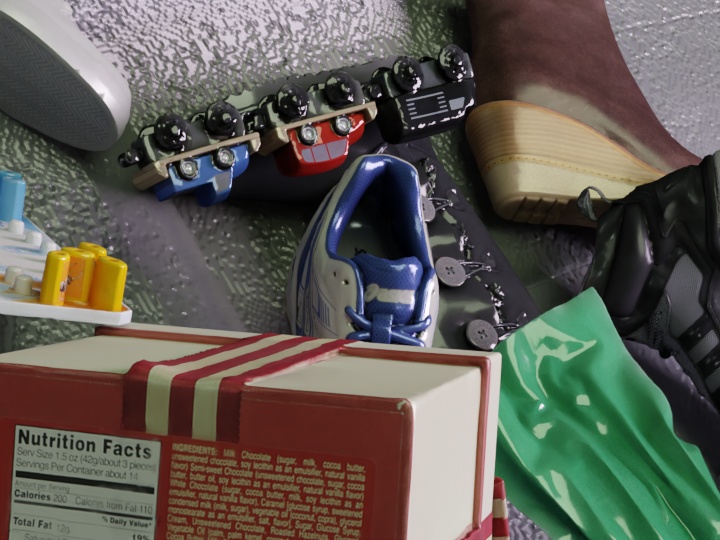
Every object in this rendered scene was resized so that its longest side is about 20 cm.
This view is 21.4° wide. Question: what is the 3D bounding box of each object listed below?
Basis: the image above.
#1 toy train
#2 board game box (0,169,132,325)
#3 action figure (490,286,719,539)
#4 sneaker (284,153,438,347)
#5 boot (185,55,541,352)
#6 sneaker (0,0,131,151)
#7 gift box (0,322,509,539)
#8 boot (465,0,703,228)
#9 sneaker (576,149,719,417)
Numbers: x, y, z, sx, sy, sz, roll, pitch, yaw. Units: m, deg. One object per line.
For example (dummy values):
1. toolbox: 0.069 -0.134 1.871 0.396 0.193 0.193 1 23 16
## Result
1. toy train: -0.025 -0.068 0.927 0.199 0.034 0.046 -17 90 -29
2. board game box: -0.213 -0.024 0.786 0.198 0.200 0.026 8 101 -26
3. action figure: 0.125 0.113 0.884 0.118 0.055 0.200 -32 68 -19
4. sneaker: -0.001 0.037 0.842 0.074 0.088 0.201 5 53 -14
5. boot: 0.001 0.000 0.967 0.164 0.066 0.201 -20 79 -29
6. sneaker: -0.176 -0.156 0.952 0.199 0.074 0.116 37 52 -2
7. gift box: -0.049 0.122 0.701 0.183 0.202 0.187 9 5 13
8. boot: 0.152 -0.097 1.102 0.198 0.072 0.168 9 59 -21
9. sneaker: 0.175 0.040 1.028 0.075 0.113 0.202 -46 125 -76
